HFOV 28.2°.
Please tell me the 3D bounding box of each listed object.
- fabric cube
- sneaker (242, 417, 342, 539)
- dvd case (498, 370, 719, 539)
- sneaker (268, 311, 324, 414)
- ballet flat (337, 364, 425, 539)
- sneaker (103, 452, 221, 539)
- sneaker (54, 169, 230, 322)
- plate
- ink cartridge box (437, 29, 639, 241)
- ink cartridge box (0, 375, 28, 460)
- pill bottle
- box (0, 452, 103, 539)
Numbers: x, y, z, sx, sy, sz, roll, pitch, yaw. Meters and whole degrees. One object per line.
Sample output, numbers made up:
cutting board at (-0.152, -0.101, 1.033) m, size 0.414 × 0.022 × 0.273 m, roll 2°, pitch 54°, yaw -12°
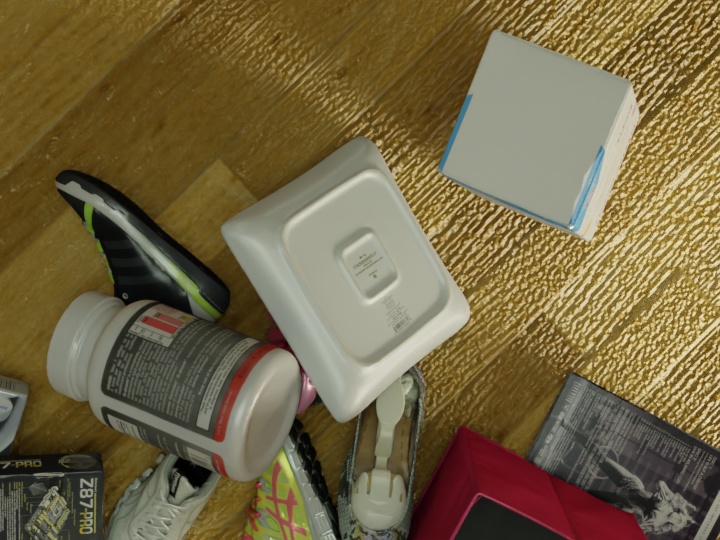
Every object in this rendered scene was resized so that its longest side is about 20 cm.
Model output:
fabric cube at (0.133, 0.286, 1.247) m, size 0.198 × 0.199 × 0.198 m, roll 26°, pitch 97°, yaw -4°
sneaker at (-0.073, 0.213, 1.303) m, size 0.089 × 0.078 × 0.202 m, roll -20°, pitch 92°, yaw 6°
dvd case at (0.250, 0.206, 1.349) m, size 0.198 × 0.016 × 0.150 m, roll 28°, pitch 92°, yaw -4°
sneaker at (-0.035, 0.029, 1.303) m, size 0.094 × 0.079 × 0.203 m, roll 3°, pitch 86°, yaw -33°
ballet flat at (0.018, 0.169, 1.280) m, size 0.071 × 0.072 × 0.203 m, roll 9°, pitch 75°, yaw -4°
sneaker at (-0.174, 0.209, 1.294) m, size 0.075 × 0.081 × 0.201 m, roll 31°, pitch 93°, yaw -7°
sneaker at (-0.207, -0.005, 1.282) m, size 0.200 × 0.072 × 0.083 m, roll 41°, pitch 93°, yaw -4°
plate at (0.000, 0.000, 1.257) m, size 0.199 × 0.032 × 0.201 m, roll -35°, pitch 97°, yaw -40°
ink cartridge box at (0.161, -0.110, 1.245) m, size 0.124 × 0.200 × 0.130 m, roll 23°, pitch 92°, yaw 13°
ink cartridge box at (-0.417, 0.169, 1.264) m, size 0.196 × 0.043 × 0.202 m, roll 17°, pitch 101°, yaw -16°
pill bottle at (-0.160, 0.092, 1.220) m, size 0.198 × 0.116 × 0.117 m, roll 20°, pitch 93°, yaw 20°
box at (-0.309, 0.265, 1.272) m, size 0.159 × 0.049 × 0.203 m, roll -1°, pitch 106°, yaw -13°
